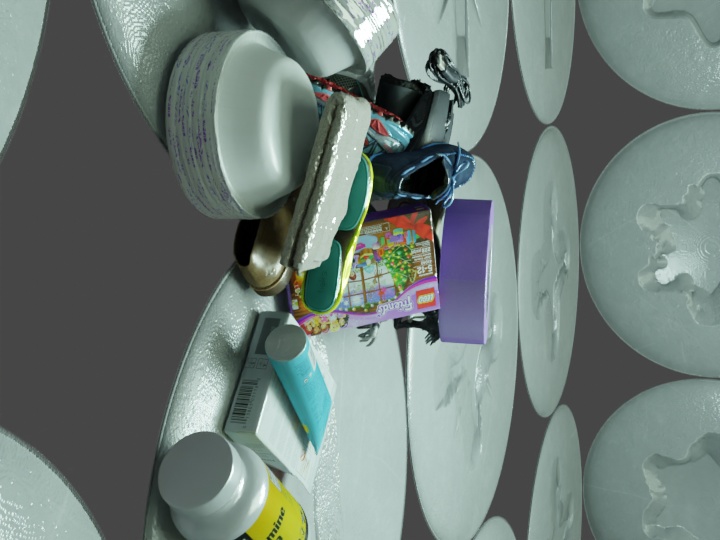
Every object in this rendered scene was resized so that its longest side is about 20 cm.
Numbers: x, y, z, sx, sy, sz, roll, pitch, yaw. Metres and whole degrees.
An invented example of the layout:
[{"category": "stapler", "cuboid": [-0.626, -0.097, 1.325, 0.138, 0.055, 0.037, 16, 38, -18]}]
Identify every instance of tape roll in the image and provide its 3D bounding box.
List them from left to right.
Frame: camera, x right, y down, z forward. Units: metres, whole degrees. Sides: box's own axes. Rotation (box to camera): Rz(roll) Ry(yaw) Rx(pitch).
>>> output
[{"category": "tape roll", "cuboid": [0.150, 0.001, 1.432, 0.200, 0.065, 0.203, 3, 90, -82]}]

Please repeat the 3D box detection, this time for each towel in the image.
[{"category": "towel", "cuboid": [-0.035, -0.096, 1.127, 0.132, 0.034, 0.202, -29, 136, -77]}]

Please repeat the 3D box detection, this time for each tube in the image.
[{"category": "tube", "cuboid": [-0.064, 0.142, 1.233, 0.201, 0.050, 0.078, 72, 33, -50]}]

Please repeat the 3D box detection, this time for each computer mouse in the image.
[{"category": "computer mouse", "cuboid": [0.092, -0.183, 1.362, 0.201, 0.052, 0.138, -60, 152, -2]}]

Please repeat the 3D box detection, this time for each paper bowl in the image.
[{"category": "paper bowl", "cuboid": [-0.116, -0.157, 1.107, 0.200, 0.103, 0.204, 3, 90, -68]}, {"category": "paper bowl", "cuboid": [-0.060, -0.300, 1.153, 0.105, 0.200, 0.201, -50, 149, -5]}]

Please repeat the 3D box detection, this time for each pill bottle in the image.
[{"category": "pill bottle", "cuboid": [-0.135, 0.256, 1.092, 0.201, 0.111, 0.113, 62, 37, -49]}]

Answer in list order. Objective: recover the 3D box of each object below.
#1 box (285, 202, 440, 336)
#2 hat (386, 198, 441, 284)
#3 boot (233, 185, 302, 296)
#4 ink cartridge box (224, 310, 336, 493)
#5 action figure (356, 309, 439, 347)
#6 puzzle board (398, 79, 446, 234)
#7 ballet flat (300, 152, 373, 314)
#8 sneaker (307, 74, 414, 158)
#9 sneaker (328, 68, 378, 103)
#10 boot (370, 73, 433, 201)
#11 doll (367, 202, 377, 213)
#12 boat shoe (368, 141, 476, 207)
[{"category": "box", "cuboid": [0.000, 0.000, 1.315, 0.039, 0.197, 0.139, -130, -150, -67]}, {"category": "hat", "cuboid": [0.051, -0.034, 1.522, 0.200, 0.080, 0.203, 166, -90, -72]}, {"category": "boot", "cuboid": [-0.097, -0.075, 1.225, 0.076, 0.073, 0.202, 50, 49, -49]}, {"category": "ink cartridge box", "cuboid": [-0.093, 0.169, 1.281, 0.201, 0.047, 0.162, 63, 35, -54]}, {"category": "action figure", "cuboid": [0.020, 0.048, 1.449, 0.103, 0.198, 0.119, -58, -162, 25]}, {"category": "puzzle board", "cuboid": [0.084, -0.160, 1.503, 0.152, 0.017, 0.201, 101, -29, -46]}, {"category": "ballet flat", "cuboid": [-0.030, -0.046, 1.232, 0.067, 0.066, 0.203, -28, 132, -81]}, {"category": "sneaker", "cuboid": [-0.033, -0.179, 1.273, 0.096, 0.198, 0.079, -62, -163, 10]}, {"category": "sneaker", "cuboid": [-0.006, -0.219, 1.454, 0.092, 0.077, 0.200, -65, 149, -12]}, {"category": "boot", "cuboid": [0.014, -0.180, 1.374, 0.199, 0.076, 0.170, -10, 120, -48]}, {"category": "doll", "cuboid": [-0.010, -0.064, 1.417, 0.136, 0.048, 0.201, 36, 37, -22]}, {"category": "boat shoe", "cuboid": [0.087, -0.113, 1.298, 0.199, 0.068, 0.085, -19, 125, -43]}]
